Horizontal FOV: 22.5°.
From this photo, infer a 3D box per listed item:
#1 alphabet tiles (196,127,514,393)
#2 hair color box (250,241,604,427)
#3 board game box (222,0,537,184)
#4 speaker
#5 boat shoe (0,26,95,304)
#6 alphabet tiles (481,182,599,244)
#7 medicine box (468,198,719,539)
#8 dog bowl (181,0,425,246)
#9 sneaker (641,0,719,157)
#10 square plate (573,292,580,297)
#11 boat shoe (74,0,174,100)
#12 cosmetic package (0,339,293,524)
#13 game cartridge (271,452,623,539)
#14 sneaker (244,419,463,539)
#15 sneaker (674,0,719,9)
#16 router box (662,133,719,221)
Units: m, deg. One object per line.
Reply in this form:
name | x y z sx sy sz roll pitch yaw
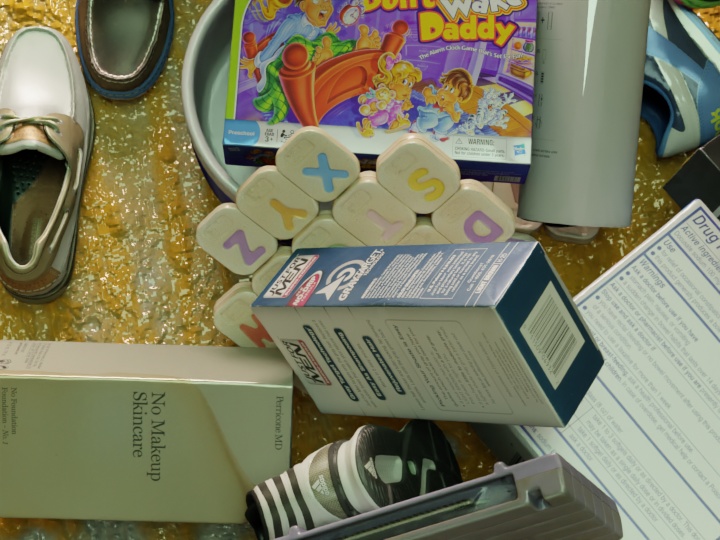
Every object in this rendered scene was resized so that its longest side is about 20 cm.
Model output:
alphabet tiles | 0.000 0.000 1.190 0.196 0.015 0.200 38 117 -22
hair color box | 0.038 0.038 1.105 0.061 0.200 0.100 -53 125 -34
board game box | 0.014 -0.133 1.194 0.200 0.045 0.135 3 76 0
speaker | 0.152 -0.129 1.230 0.081 0.081 0.200 4 95 -1
boat shoe | -0.223 -0.081 1.255 0.075 0.068 0.200 -4 75 -3
alphabet tiles | 0.077 -0.081 1.294 0.200 0.015 0.196 9 75 1
medicine box | 0.199 0.091 1.180 0.200 0.103 0.182 -38 79 -11
dog bowl | -0.022 -0.116 1.253 0.200 0.079 0.201 0 75 -1
sneaker | 0.191 -0.167 1.292 0.082 0.074 0.200 -37 79 -9
square plate | 0.222 0.087 1.249 0.200 0.028 0.198 -31 78 -9
boat shoe | -0.168 -0.223 1.292 0.072 0.072 0.200 2 75 -1
cosmetic package | -0.143 0.106 1.189 0.200 0.073 0.104 1 106 0
game cartridge | 0.045 0.161 1.077 0.200 0.130 0.038 -19 68 16
sneaker | -0.008 0.144 1.160 0.115 0.200 0.076 -20 72 19
sneaker | 0.289 -0.233 1.280 0.200 0.084 0.077 -22 77 -42
router box | 0.327 -0.027 1.237 0.157 0.052 0.200 -31 76 -37
